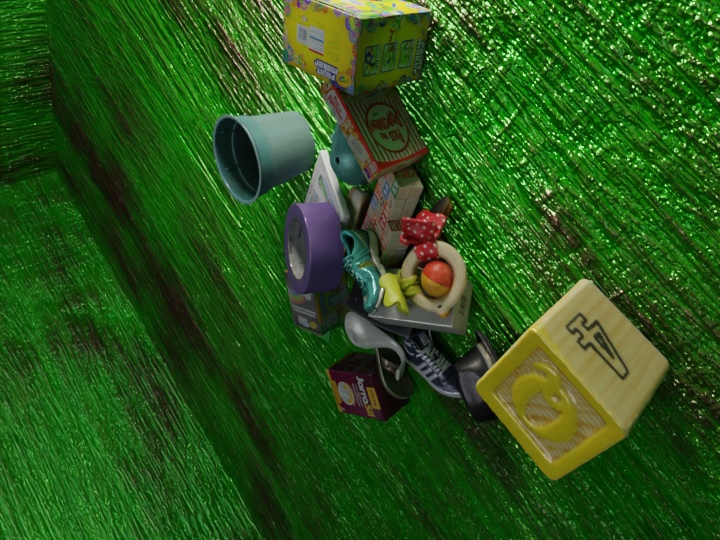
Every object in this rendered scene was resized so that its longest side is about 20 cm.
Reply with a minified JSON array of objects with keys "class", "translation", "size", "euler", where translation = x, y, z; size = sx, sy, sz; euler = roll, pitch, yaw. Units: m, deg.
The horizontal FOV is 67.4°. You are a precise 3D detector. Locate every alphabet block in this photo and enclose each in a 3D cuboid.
[{"class":"alphabet block","translation":[0.342,0.174,0.884],"size":[0.197,0.197,0.198],"euler":[47,140,19]}]

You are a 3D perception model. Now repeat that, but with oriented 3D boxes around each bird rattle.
[{"class":"bird rattle","translation":[0.128,-0.003,1.024],"size":[0.159,0.112,0.205],"euler":[28,94,11]}]

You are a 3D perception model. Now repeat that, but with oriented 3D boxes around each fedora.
[{"class":"fedora","translation":[0.237,0.227,1.056],"size":[0.201,0.089,0.207],"euler":[-25,-89,-88]}]

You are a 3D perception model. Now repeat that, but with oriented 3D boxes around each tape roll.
[{"class":"tape roll","translation":[-0.111,-0.052,1.247],"size":[0.198,0.082,0.209],"euler":[175,90,-65]}]

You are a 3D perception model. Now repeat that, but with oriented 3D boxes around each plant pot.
[{"class":"plant pot","translation":[-0.222,-0.289,1.303],"size":[0.197,0.193,0.207],"euler":[27,131,37]}]

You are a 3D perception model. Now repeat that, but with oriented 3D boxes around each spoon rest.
[{"class":"spoon rest","translation":[0.036,0.169,1.270],"size":[0.198,0.060,0.101],"euler":[39,147,27]}]

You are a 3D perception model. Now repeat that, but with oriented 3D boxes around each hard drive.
[{"class":"hard drive","translation":[0.065,0.060,1.229],"size":[0.196,0.042,0.139],"euler":[22,88,39]}]

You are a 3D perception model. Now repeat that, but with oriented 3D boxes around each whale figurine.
[{"class":"whale figurine","translation":[-0.021,-0.282,1.142],"size":[0.156,0.102,0.208],"euler":[11,119,46]}]

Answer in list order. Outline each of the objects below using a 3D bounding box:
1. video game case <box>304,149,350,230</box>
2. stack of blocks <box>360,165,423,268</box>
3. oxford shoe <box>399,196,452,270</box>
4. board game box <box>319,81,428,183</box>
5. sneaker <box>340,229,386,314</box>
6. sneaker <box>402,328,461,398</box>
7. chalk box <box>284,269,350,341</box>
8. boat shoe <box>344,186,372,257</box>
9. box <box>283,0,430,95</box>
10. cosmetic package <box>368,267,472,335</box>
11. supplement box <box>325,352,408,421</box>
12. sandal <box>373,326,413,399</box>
[{"class":"video game case","translation":[-0.084,-0.147,1.295],"size":[0.184,0.023,0.205],"euler":[118,140,-50]},{"class":"stack of blocks","translation":[0.066,-0.115,1.134],"size":[0.204,0.056,0.118],"euler":[111,147,-43]},{"class":"oxford shoe","translation":[0.149,-0.065,1.108],"size":[0.069,0.072,0.203],"euler":[25,134,-1]},{"class":"board game box","translation":[0.028,-0.288,1.043],"size":[0.046,0.149,0.205],"euler":[-32,86,52]},{"class":"sneaker","translation":[0.000,0.000,1.103],"size":[0.078,0.077,0.205],"euler":[-53,39,41]},{"class":"sneaker","translation":[0.164,0.193,1.199],"size":[0.198,0.069,0.111],"euler":[33,146,38]},{"class":"chalk box","translation":[-0.107,0.084,1.436],"size":[0.122,0.122,0.208],"euler":[15,122,42]},{"class":"boat shoe","translation":[-0.020,-0.104,1.273],"size":[0.069,0.072,0.205],"euler":[42,130,30]},{"class":"box","translation":[-0.009,-0.425,0.977],"size":[0.198,0.189,0.126],"euler":[35,134,32]},{"class":"cosmetic package","translation":[0.121,0.061,1.109],"size":[0.194,0.084,0.112],"euler":[6,77,34]},{"class":"supplement box","translation":[0.015,0.303,1.425],"size":[0.196,0.101,0.136],"euler":[-7,105,50]},{"class":"sandal","translation":[0.079,0.220,1.318],"size":[0.057,0.078,0.208],"euler":[-14,99,56]}]
